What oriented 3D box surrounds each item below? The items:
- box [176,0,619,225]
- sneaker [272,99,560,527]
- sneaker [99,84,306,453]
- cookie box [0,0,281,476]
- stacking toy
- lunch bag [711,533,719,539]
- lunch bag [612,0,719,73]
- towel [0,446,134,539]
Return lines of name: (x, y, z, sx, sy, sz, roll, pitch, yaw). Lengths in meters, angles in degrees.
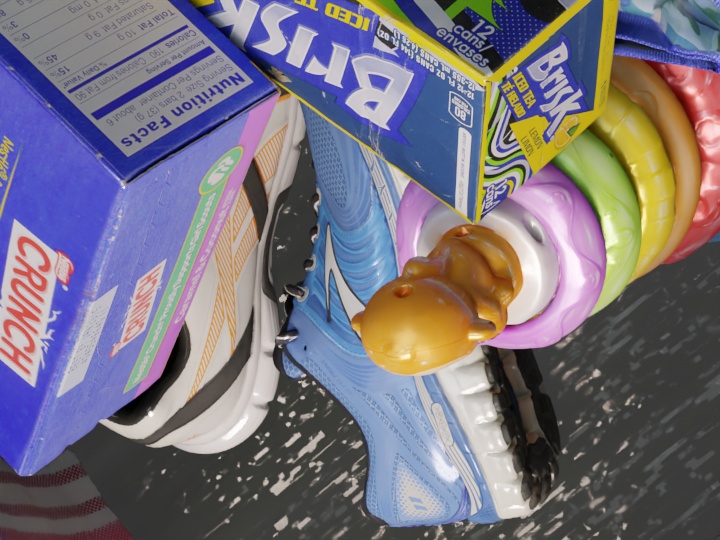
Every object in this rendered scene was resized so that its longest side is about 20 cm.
box: (-0.018, -0.104, 0.709, 0.200, 0.070, 0.064, 37, 62, 24)
sneaker: (0.000, 0.000, 0.842, 0.089, 0.079, 0.200, -18, 85, 20)
sneaker: (-0.066, -0.030, 0.869, 0.074, 0.080, 0.200, -1, 90, 25)
cookie box: (-0.138, -0.058, 0.769, 0.200, 0.075, 0.171, 44, 142, 13)
stacking toy: (0.053, -0.019, 0.742, 0.116, 0.200, 0.110, 5, 120, 25)
lunch bag: (0.155, 0.176, 0.737, 0.118, 0.164, 0.200, -39, 78, 23)
lunch bag: (0.085, -0.162, 0.738, 0.200, 0.128, 0.170, 34, 61, 23)
towel: (-0.120, 0.086, 0.861, 0.030, 0.146, 0.200, -39, 77, 6)
